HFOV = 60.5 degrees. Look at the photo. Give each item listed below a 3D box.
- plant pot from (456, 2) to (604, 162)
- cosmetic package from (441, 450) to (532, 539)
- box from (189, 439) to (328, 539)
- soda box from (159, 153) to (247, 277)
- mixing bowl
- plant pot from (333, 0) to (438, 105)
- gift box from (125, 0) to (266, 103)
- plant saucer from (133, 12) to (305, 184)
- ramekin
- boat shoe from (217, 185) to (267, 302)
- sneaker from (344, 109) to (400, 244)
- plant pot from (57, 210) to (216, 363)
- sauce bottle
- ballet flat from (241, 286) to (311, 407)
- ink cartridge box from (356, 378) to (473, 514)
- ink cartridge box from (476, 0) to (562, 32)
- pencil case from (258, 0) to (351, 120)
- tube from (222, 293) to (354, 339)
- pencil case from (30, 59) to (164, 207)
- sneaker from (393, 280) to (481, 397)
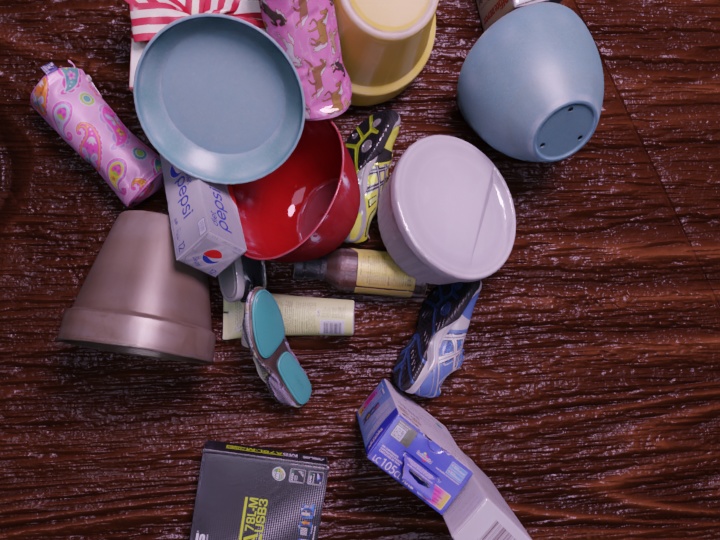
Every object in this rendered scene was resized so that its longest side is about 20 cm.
[{"bbox_3d":[0.243,-0.225,0.824,0.194,0.137,0.203,-12,141,-10],"label":"plant pot"},{"bbox_3d":[0.160,0.334,0.877,0.102,0.200,0.074,45,89,-7],"label":"cosmetic package"},{"bbox_3d":[-0.155,0.370,0.923,0.188,0.047,0.206,10,93,-9],"label":"box"},{"bbox_3d":[-0.208,-0.097,0.806,0.063,0.068,0.203,-35,54,21],"label":"soda box"},{"bbox_3d":[-0.073,-0.091,0.816,0.108,0.199,0.203,31,92,-49],"label":"mixing bowl"},{"bbox_3d":[0.018,-0.338,0.806,0.195,0.189,0.207,-1,93,-11],"label":"plant pot"},{"bbox_3d":[-0.204,-0.309,0.792,0.179,0.187,0.207,-1,96,-7],"label":"gift box"},{"bbox_3d":[-0.161,-0.199,0.720,0.194,0.036,0.204,-2,127,-2],"label":"plant saucer"},{"bbox_3d":[0.113,-0.074,0.862,0.197,0.094,0.208,9,70,-25],"label":"ramekin"},{"bbox_3d":[-0.174,-0.057,0.880,0.059,0.075,0.206,-2,85,-43],"label":"boat shoe"},{"bbox_3d":[0.009,-0.136,0.899,0.076,0.075,0.204,27,88,-39],"label":"sneaker"},{"bbox_3d":[-0.279,0.023,0.823,0.194,0.200,0.179,10,77,-7],"label":"plant pot"},{"bbox_3d":[0.000,0.000,0.901,0.194,0.065,0.067,7,94,-8],"label":"sauce bottle"},{"bbox_3d":[-0.133,0.113,0.873,0.070,0.072,0.204,-22,119,-4],"label":"ballet flat"},{"bbox_3d":[0.072,0.244,0.860,0.135,0.200,0.077,38,90,-7],"label":"ink cartridge box"},{"bbox_3d":[0.202,-0.448,0.847,0.081,0.147,0.205,-16,95,-3],"label":"ink cartridge box"},{"bbox_3d":[-0.063,-0.277,0.716,0.084,0.083,0.204,10,134,23],"label":"pencil case"},{"bbox_3d":[-0.106,0.065,0.906,0.194,0.052,0.059,1,56,-1],"label":"tube"},{"bbox_3d":[-0.351,-0.183,0.838,0.087,0.087,0.201,-42,96,-1],"label":"pencil case"},{"bbox_3d":[0.125,0.097,0.929,0.076,0.075,0.203,31,91,-30],"label":"sneaker"}]
